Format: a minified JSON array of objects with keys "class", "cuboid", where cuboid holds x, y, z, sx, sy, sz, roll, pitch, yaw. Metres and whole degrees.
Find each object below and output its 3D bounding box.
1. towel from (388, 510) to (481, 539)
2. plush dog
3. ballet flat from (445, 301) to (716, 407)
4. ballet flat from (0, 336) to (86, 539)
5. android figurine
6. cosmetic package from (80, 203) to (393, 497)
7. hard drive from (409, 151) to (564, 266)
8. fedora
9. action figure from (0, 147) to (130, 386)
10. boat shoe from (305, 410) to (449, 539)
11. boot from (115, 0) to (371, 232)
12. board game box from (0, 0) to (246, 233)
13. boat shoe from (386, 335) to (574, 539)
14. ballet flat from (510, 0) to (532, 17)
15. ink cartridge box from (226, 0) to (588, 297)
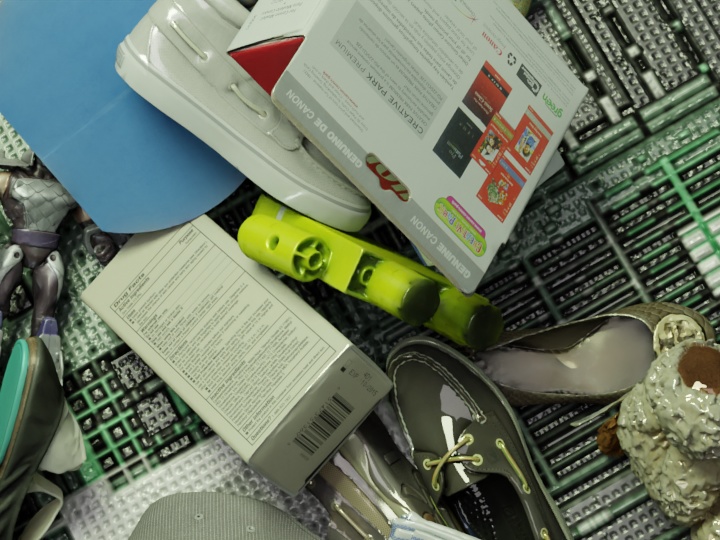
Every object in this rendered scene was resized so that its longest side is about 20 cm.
[{"class":"towel","cuboid":[0.065,0.266,1.215,0.146,0.024,0.201,19,111,8]},{"class":"plush dog","cuboid":[0.242,0.142,1.201,0.160,0.200,0.172,-40,68,35]},{"class":"ballet flat","cuboid":[0.143,0.060,1.270,0.199,0.046,0.068,-6,80,5]},{"class":"ballet flat","cuboid":[-0.227,0.130,1.258,0.068,0.068,0.201,14,120,-23]},{"class":"android figurine","cuboid":[0.000,0.000,1.232,0.200,0.182,0.041,26,93,47]},{"class":"cosmetic package","cuboid":[-0.084,0.046,1.242,0.105,0.071,0.200,-47,53,-2]},{"class":"hard drive","cuboid":[0.043,-0.123,1.257,0.132,0.025,0.201,-38,104,-29]},{"class":"fedora","cuboid":[-0.081,0.209,1.228,0.199,0.177,0.091,10,52,15]},{"class":"action figure","cuboid":[-0.227,-0.006,1.299,0.129,0.069,0.201,9,90,-18]},{"class":"boat shoe","cuboid":[0.012,0.166,1.261,0.073,0.074,0.200,-40,77,17]},{"class":"boot","cuboid":[-0.052,-0.112,1.194,0.200,0.074,0.096,34,107,-21]},{"class":"board game box","cuboid":[-0.150,-0.127,1.230,0.158,0.039,0.200,-38,114,3]},{"class":"boat shoe","cuboid":[0.078,0.135,1.231,0.072,0.061,0.202,-32,92,20]},{"class":"ballet flat","cuboid":[0.024,-0.206,1.321,0.199,0.071,0.071,11,82,7]},{"class":"ink cartridge box","cuboid":[0.023,-0.107,1.161,0.200,0.084,0.176,44,62,-28]}]
